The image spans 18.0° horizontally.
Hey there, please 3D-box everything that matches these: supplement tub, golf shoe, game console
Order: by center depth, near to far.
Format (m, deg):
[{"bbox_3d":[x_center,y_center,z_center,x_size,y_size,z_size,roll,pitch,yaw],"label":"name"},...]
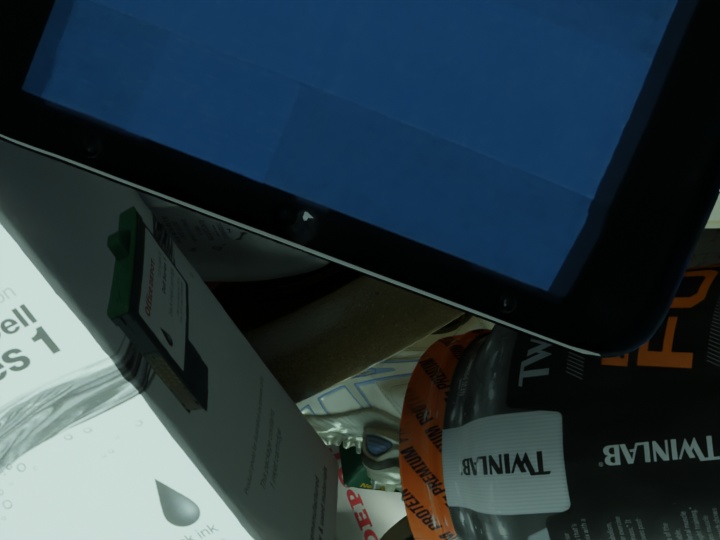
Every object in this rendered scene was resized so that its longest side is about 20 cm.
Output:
[{"bbox_3d":[0.024,-0.080,0.521,0.199,0.119,0.171,20,159,-13],"label":"game console"},{"bbox_3d":[0.121,0.059,0.766,0.199,0.123,0.122,-8,161,29],"label":"supplement tub"},{"bbox_3d":[0.000,0.035,0.974,0.199,0.098,0.078,15,-171,41],"label":"golf shoe"}]

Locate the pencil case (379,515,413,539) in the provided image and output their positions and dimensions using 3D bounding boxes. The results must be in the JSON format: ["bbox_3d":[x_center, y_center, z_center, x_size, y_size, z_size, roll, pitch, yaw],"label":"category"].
[{"bbox_3d":[0.080,0.122,0.987,0.078,0.089,0.200,46,147,-7],"label":"pencil case"}]

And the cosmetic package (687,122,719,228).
[{"bbox_3d":[0.085,-0.069,0.645,0.199,0.106,0.071,1,161,9],"label":"cosmetic package"}]

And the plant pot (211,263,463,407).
[{"bbox_3d":[0.000,0.000,0.865,0.199,0.028,0.200,-28,-169,6],"label":"plant pot"}]

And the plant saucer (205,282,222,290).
[{"bbox_3d":[-0.058,0.023,1.124,0.199,0.037,0.200,7,163,-15],"label":"plant saucer"}]

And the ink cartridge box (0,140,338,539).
[{"bbox_3d":[-0.119,0.045,0.733,0.146,0.084,0.200,-24,122,19],"label":"ink cartridge box"}]

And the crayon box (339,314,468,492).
[{"bbox_3d":[0.113,0.046,1.043,0.199,0.059,0.173,8,145,-25],"label":"crayon box"}]

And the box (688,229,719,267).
[{"bbox_3d":[0.211,0.018,0.854,0.199,0.098,0.124,-6,-156,28],"label":"box"}]

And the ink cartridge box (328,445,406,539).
[{"bbox_3d":[0.032,0.135,1.164,0.200,0.146,0.083,-16,171,-46],"label":"ink cartridge box"}]

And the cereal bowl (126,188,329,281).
[{"bbox_3d":[-0.051,-0.048,0.785,0.199,0.084,0.200,1,165,0],"label":"cereal bowl"}]
